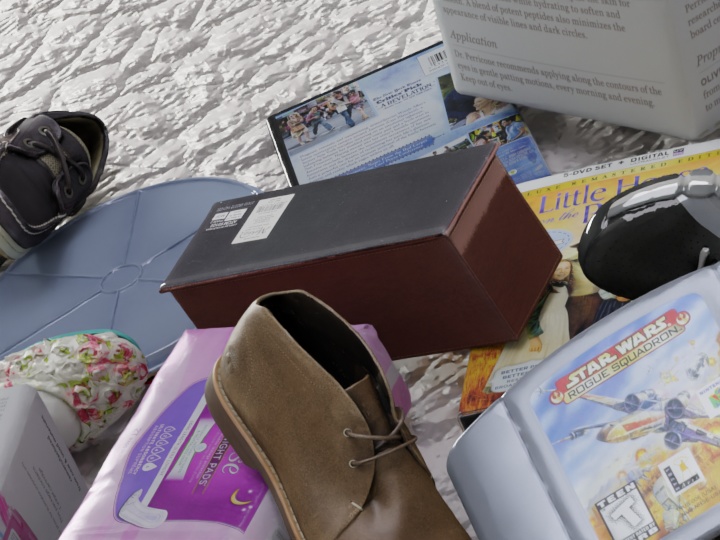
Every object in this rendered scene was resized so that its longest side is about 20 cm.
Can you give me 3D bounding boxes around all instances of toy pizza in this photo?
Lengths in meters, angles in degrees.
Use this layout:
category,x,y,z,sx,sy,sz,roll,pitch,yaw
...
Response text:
category,x,y,z,sx,sy,sz,roll,pitch,yaw
toy pizza,-0.132,0.016,1.724,0.199,0.032,0.200,-19,31,12

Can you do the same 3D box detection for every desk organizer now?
category,x,y,z,sx,sy,sz,roll,pitch,yaw
desk organizer,0.000,0.000,1.579,0.199,0.077,0.072,-11,36,40

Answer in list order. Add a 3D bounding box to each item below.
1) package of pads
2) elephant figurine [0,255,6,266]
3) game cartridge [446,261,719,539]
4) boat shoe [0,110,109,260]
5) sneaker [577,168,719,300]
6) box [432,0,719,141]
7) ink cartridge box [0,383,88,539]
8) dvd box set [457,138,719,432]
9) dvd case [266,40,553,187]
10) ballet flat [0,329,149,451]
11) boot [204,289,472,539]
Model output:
category,x,y,z,sx,sy,sz,roll,pitch,yaw
package of pads,-0.065,0.109,1.494,0.120,0.076,0.200,-4,37,29
elephant figurine,-0.304,-0.063,1.796,0.141,0.200,0.155,-39,34,-24
game cartridge,0.140,0.077,1.373,0.200,0.042,0.133,-33,56,9
boat shoe,-0.193,-0.061,1.798,0.065,0.072,0.200,-34,6,11
sneaker,0.204,0.014,1.429,0.199,0.075,0.116,-1,42,3
box,0.164,-0.202,1.698,0.200,0.172,0.199,-34,31,-31
ink cartridge box,-0.234,0.162,1.522,0.144,0.085,0.200,-13,32,18
dvd box set,0.133,0.009,1.555,0.146,0.029,0.200,-12,34,20
dvd case,0.026,-0.067,1.755,0.142,0.018,0.200,-24,32,2
ballet flat,-0.203,0.090,1.630,0.199,0.076,0.064,-19,36,27
boot,0.002,0.093,1.401,0.073,0.076,0.200,-23,61,-38
